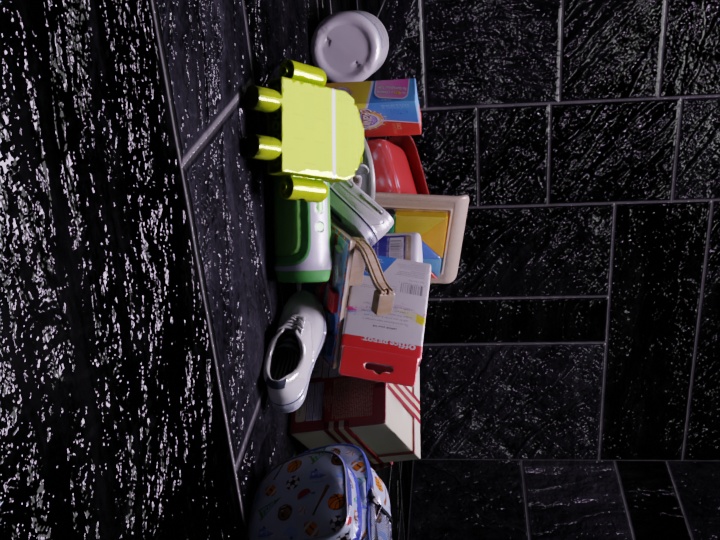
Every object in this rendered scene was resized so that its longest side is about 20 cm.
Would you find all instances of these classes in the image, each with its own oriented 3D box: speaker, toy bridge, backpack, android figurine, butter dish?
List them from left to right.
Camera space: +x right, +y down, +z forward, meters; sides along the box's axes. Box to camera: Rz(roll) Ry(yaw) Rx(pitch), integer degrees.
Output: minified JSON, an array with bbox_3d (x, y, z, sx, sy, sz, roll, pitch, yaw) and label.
[{"bbox_3d":[-0.082,-0.085,1.207,0.088,0.088,0.201,-16,105,-83],"label":"speaker"},{"bbox_3d":[-0.067,-0.181,1.132,0.200,0.041,0.183,0,88,-46],"label":"android figurine"},{"bbox_3d":[-0.051,0.314,1.086,0.191,0.199,0.154,-86,159,-56],"label":"backpack"},{"bbox_3d":[-0.007,-0.012,1.221,0.200,0.027,0.067,46,-47,53],"label":"toy bridge"},{"bbox_3d":[0.003,-0.147,1.487,0.148,0.199,0.200,37,36,-61],"label":"butter dish"}]

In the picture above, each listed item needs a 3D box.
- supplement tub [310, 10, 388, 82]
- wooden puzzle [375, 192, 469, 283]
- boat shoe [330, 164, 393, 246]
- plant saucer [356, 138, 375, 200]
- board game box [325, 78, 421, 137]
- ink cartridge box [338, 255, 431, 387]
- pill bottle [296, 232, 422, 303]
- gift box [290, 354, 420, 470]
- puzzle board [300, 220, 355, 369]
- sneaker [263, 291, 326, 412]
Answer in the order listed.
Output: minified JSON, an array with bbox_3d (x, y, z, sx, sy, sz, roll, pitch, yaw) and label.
[{"bbox_3d":[-0.017,-0.423,1.626,0.200,0.131,0.132,-70,158,-73],"label":"supplement tub"},{"bbox_3d":[0.078,-0.049,1.457,0.037,0.199,0.185,-97,-171,-50],"label":"wooden puzzle"},{"bbox_3d":[-0.025,-0.126,1.277,0.202,0.086,0.075,44,-19,23],"label":"boat shoe"},{"bbox_3d":[-0.051,-0.154,1.386,0.200,0.050,0.201,30,-54,51],"label":"plant saucer"},{"bbox_3d":[-0.002,-0.268,1.441,0.153,0.199,0.040,56,33,-76],"label":"board game box"},{"bbox_3d":[0.035,0.081,1.258,0.067,0.116,0.201,97,2,-60],"label":"ink cartridge box"},{"bbox_3d":[0.000,0.000,1.401,0.120,0.199,0.120,-1,90,-83],"label":"pill bottle"},{"bbox_3d":[-0.013,0.207,1.382,0.187,0.199,0.185,53,38,-52],"label":"gift box"},{"bbox_3d":[-0.058,0.023,1.279,0.151,0.017,0.201,41,-52,55],"label":"puzzle board"},{"bbox_3d":[-0.088,0.097,1.189,0.071,0.073,0.200,85,8,-47],"label":"sneaker"}]
